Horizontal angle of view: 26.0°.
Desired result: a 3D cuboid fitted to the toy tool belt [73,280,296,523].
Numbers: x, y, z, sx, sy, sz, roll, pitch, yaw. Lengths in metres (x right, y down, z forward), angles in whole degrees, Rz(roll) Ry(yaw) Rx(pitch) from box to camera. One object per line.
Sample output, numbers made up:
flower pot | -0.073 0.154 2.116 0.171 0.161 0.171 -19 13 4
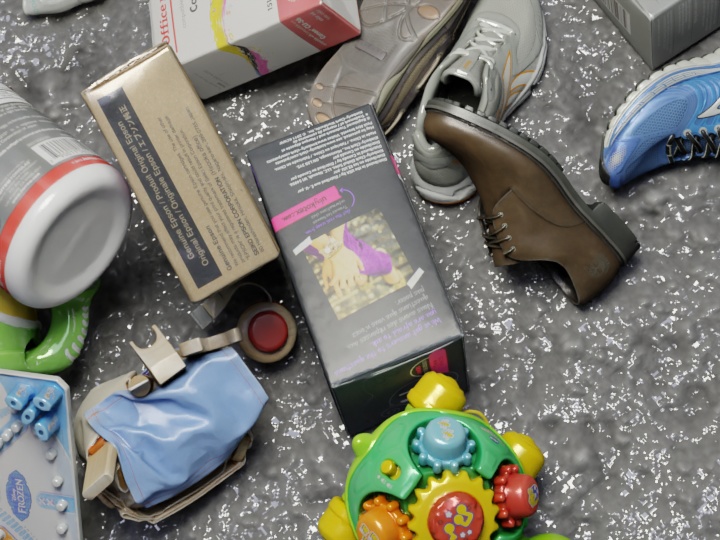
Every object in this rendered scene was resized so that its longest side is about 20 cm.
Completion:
toy tool belt | -0.122 0.095 1.137 0.199 0.123 0.125 -39 94 -8

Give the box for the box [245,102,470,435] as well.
box | 0.000 0.000 1.163 0.105 0.122 0.202 -20 67 -2

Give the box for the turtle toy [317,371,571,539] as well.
turtle toy | 0.074 0.174 1.078 0.199 0.101 0.146 36 89 -12

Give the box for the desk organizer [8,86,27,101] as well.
desk organizer | -0.375 -0.099 1.285 0.198 0.077 0.072 -16 67 2

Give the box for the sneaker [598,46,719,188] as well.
sneaker | 0.272 -0.117 1.193 0.199 0.079 0.090 -30 65 -4

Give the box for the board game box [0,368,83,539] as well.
board game box | -0.298 0.160 1.122 0.197 0.202 0.026 6 25 13

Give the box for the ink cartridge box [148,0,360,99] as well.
ink cartridge box | -0.105 -0.218 1.259 0.198 0.067 0.118 -19 67 26

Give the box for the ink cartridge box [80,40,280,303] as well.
ink cartridge box | -0.128 -0.068 1.143 0.075 0.200 0.166 -29 94 -3

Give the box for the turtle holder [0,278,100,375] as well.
turtle holder | -0.301 0.039 1.169 0.184 0.140 0.134 -13 81 35

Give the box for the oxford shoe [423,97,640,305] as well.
oxford shoe | 0.115 -0.048 1.154 0.200 0.073 0.085 41 83 -13

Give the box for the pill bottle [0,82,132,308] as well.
pill bottle | -0.270 -0.072 1.124 0.199 0.116 0.116 35 77 23

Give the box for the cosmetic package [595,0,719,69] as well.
cosmetic package | 0.283 -0.266 1.246 0.199 0.090 0.107 -36 65 -3

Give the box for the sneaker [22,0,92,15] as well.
sneaker | -0.284 -0.317 1.366 0.088 0.075 0.202 -19 68 13

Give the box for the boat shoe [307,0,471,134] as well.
boat shoe | 0.032 -0.182 1.259 0.074 0.073 0.201 36 84 26

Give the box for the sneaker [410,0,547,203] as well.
sneaker | 0.095 -0.155 1.227 0.075 0.092 0.202 16 71 15
